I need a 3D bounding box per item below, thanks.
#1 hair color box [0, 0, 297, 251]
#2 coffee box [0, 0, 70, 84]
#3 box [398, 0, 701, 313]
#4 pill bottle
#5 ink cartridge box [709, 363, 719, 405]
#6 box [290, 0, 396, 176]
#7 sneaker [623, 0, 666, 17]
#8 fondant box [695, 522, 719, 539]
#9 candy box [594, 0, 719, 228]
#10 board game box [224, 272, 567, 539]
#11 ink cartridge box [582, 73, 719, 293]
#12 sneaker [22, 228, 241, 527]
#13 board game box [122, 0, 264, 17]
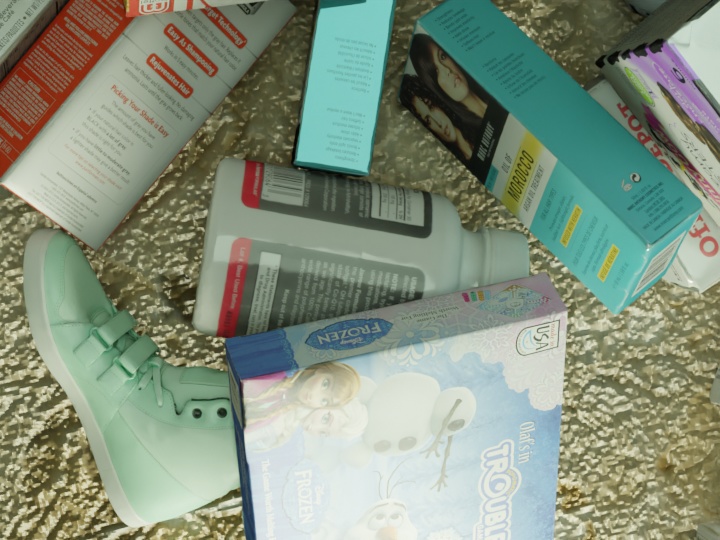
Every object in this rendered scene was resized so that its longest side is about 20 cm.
[{"bbox_3d":[-0.141,-0.122,1.001,0.200,0.101,0.061,-49,52,-1],"label":"hair color box"},{"bbox_3d":[-0.216,-0.204,0.991,0.113,0.080,0.200,40,79,-5],"label":"coffee box"},{"bbox_3d":[0.111,-0.074,0.990,0.049,0.082,0.200,-35,70,-25],"label":"box"},{"bbox_3d":[0.000,0.000,1.015,0.198,0.111,0.112,10,92,-6],"label":"pill bottle"},{"bbox_3d":[0.341,0.080,1.026,0.198,0.147,0.084,18,90,-5],"label":"ink cartridge box"},{"bbox_3d":[-0.004,-0.161,1.023,0.049,0.082,0.202,9,92,-4],"label":"box"},{"bbox_3d":[0.237,-0.250,1.026,0.200,0.074,0.088,-42,129,-2],"label":"sneaker"},{"bbox_3d":[0.286,0.278,1.076,0.143,0.058,0.202,7,93,-4],"label":"fondant box"},{"bbox_3d":[0.222,-0.076,0.899,0.071,0.200,0.168,-39,94,1],"label":"candy box"},{"bbox_3d":[0.024,0.109,0.992,0.197,0.043,0.201,-12,129,-12],"label":"board game box"},{"bbox_3d":[0.250,-0.102,1.042,0.199,0.086,0.148,-32,94,0],"label":"ink cartridge box"},{"bbox_3d":[-0.126,0.053,1.014,0.117,0.074,0.202,-18,104,19],"label":"sneaker"},{"bbox_3d":[-0.079,-0.252,0.942,0.150,0.046,0.202,-8,70,-13],"label":"board game box"}]
